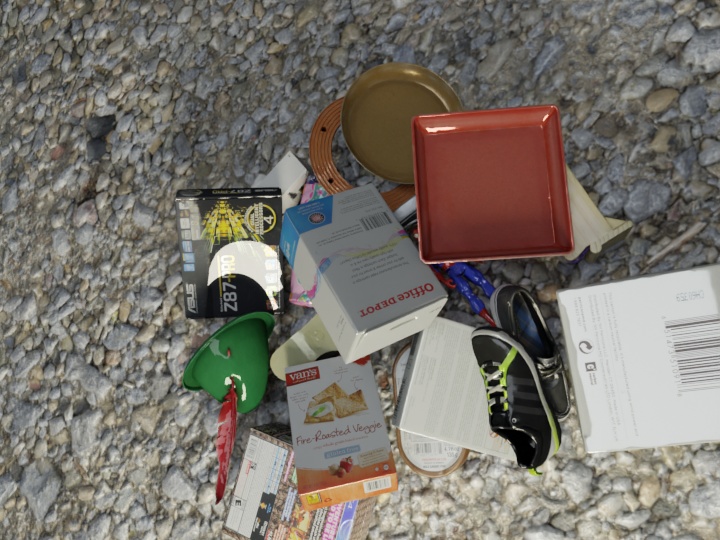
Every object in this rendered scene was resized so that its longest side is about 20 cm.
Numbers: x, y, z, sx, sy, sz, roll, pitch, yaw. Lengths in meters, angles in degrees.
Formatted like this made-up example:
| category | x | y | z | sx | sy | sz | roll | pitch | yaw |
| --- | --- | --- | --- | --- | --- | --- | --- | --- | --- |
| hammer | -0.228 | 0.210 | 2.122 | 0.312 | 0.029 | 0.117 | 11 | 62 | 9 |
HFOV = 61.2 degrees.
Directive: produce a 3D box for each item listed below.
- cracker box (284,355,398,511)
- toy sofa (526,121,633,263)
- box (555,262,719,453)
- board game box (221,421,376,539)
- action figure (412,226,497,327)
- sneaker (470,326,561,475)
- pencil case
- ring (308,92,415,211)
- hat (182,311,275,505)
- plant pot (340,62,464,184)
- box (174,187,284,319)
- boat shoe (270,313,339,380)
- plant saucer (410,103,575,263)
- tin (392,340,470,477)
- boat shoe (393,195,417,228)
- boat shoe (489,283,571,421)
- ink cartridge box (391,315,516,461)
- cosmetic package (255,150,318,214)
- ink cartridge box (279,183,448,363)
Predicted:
| category | x | y | z | sx | sy | sz | roll | pitch | yaw |
| --- | --- | --- | --- | --- | --- | --- | --- | --- | --- |
| cracker box | -0.031 | 0.220 | 0.864 | 0.131 | 0.058 | 0.202 | -11 | 46 | -4 |
| toy sofa | 0.279 | -0.106 | 0.849 | 0.097 | 0.083 | 0.202 | -33 | 74 | 9 |
| box | 0.362 | 0.110 | 0.766 | 0.196 | 0.130 | 0.203 | -11 | 80 | 18 |
| board game box | -0.085 | 0.342 | 0.915 | 0.197 | 0.097 | 0.163 | 16 | 89 | 21 |
| action figure | 0.149 | 0.004 | 0.899 | 0.065 | 0.052 | 0.200 | -43 | 68 | -6 |
| sneaker | 0.197 | 0.170 | 0.791 | 0.071 | 0.082 | 0.202 | -29 | 91 | 51 |
| pencil case | -0.061 | -0.041 | 0.962 | 0.086 | 0.087 | 0.204 | 8 | 86 | 20 |
| ring | 0.017 | -0.180 | 0.944 | 0.196 | 0.019 | 0.205 | 3 | 75 | -11 |
| hat | -0.160 | 0.194 | 0.922 | 0.176 | 0.165 | 0.201 | 48 | 117 | 22 |
| plant pot | 0.065 | -0.223 | 0.935 | 0.196 | 0.028 | 0.204 | 2 | 76 | -6 |
| box | -0.199 | -0.026 | 0.949 | 0.158 | 0.049 | 0.204 | -1 | 114 | -9 |
| boat shoe | -0.051 | 0.100 | 0.948 | 0.200 | 0.063 | 0.074 | -34 | 88 | 17 |
| plant saucer | 0.169 | -0.111 | 0.803 | 0.196 | 0.037 | 0.204 | -4 | 79 | 5 |
| tin | 0.105 | 0.200 | 0.899 | 0.110 | 0.042 | 0.204 | -7 | 81 | 14 |
| boat shoe | 0.127 | -0.096 | 0.891 | 0.197 | 0.074 | 0.069 | -30 | 90 | -11 |
| boat shoe | 0.239 | 0.111 | 0.820 | 0.069 | 0.066 | 0.203 | -20 | 89 | -13 |
| ink cartridge box | 0.157 | 0.165 | 0.857 | 0.196 | 0.047 | 0.163 | 17 | 82 | -10 |
| cosmetic package | -0.153 | -0.098 | 1.004 | 0.200 | 0.082 | 0.051 | -46 | 71 | 10 |
| ink cartridge box | 0.000 | 0.000 | 0.802 | 0.142 | 0.085 | 0.202 | -19 | 62 | -27 |
